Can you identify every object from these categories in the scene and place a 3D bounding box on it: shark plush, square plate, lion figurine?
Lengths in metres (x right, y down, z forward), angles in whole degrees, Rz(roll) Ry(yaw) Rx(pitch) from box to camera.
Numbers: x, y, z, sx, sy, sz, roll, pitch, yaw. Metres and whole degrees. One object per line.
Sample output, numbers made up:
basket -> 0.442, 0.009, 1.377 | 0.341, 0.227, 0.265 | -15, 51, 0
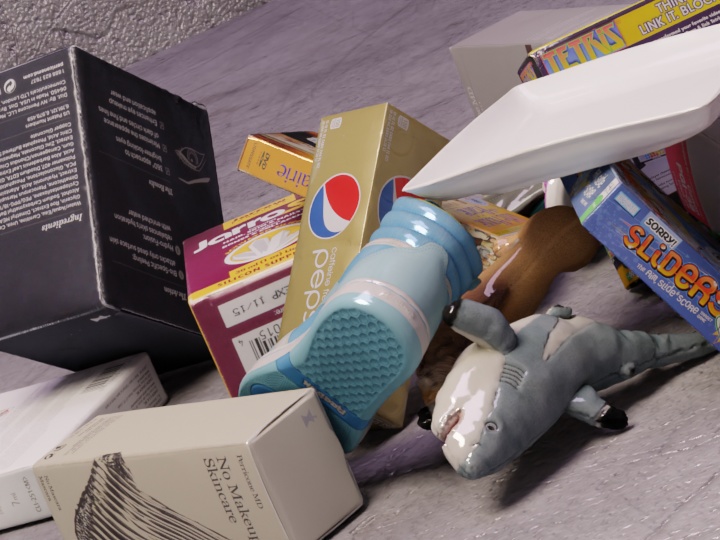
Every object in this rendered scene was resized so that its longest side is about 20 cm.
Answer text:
shark plush -> 0.118, 0.072, 1.499 | 0.199, 0.091, 0.083 | -3, 37, -39
square plate -> 0.147, -0.094, 1.547 | 0.199, 0.029, 0.198 | -15, 15, 29
lion figurine -> 0.095, 0.013, 1.602 | 0.200, 0.072, 0.123 | -59, -1, -14

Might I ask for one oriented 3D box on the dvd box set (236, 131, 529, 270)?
dvd box set -> 0.029, -0.048, 1.812 | 0.199, 0.030, 0.146 | 23, 10, 15

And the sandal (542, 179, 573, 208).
sandal -> 0.156, -0.060, 1.862 | 0.050, 0.083, 0.203 | 4, 11, 22

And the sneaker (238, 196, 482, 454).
sneaker -> 0.008, 0.030, 1.553 | 0.131, 0.079, 0.200 | -54, 8, -34

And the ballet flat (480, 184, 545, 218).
ballet flat -> 0.110, -0.057, 1.940 | 0.200, 0.064, 0.067 | -29, -9, -21

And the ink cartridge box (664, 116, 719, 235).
ink cartridge box -> 0.288, -0.066, 1.589 | 0.146, 0.083, 0.200 | -20, 23, -9

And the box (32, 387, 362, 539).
box -> -0.100, 0.127, 1.566 | 0.200, 0.082, 0.068 | -11, 18, 45

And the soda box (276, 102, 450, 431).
soda box -> 0.000, 0.000, 1.674 | 0.064, 0.068, 0.201 | -10, 61, 43

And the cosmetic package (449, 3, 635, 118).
cosmetic package -> 0.165, -0.155, 2.157 | 0.090, 0.107, 0.200 | -28, 13, -24

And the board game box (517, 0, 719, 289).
board game box -> 0.228, -0.105, 1.726 | 0.199, 0.166, 0.057 | -24, -8, -10

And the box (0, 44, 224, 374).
box -> -0.194, -0.036, 1.936 | 0.117, 0.201, 0.197 | -17, -18, 23

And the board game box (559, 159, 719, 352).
board game box -> 0.178, -0.016, 1.542 | 0.034, 0.135, 0.200 | -47, 10, 9

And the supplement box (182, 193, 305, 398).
supplement box -> -0.046, 0.019, 1.839 | 0.130, 0.104, 0.200 | -24, 13, -1

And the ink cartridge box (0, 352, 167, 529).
ink cartridge box -> -0.252, 0.133, 1.868 | 0.173, 0.044, 0.200 | -17, 15, 25
